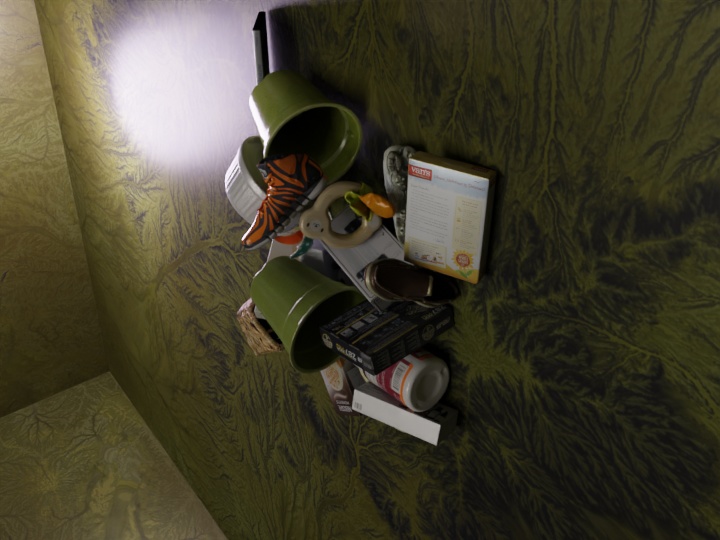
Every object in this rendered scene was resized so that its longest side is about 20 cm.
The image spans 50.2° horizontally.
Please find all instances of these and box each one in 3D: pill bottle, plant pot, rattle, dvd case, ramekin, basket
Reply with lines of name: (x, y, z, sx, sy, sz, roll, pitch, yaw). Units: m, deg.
pill bottle: (0.072, 0.189, 1.541, 0.200, 0.114, 0.115, 29, 133, 46)
plant pot: (-0.124, -0.284, 1.483, 0.184, 0.200, 0.201, 57, 150, 38)
rattle: (-0.047, -0.071, 1.370, 0.143, 0.199, 0.131, -125, 18, -50)
dvd case: (-0.201, -0.414, 1.580, 0.143, 0.017, 0.201, -94, 3, -58)
ramekin: (-0.178, -0.164, 1.531, 0.094, 0.202, 0.203, -42, 72, 32)
basket: (-0.164, 0.090, 1.756, 0.149, 0.200, 0.143, -21, 94, 61)
plant pot: (-0.117, 0.069, 1.532, 0.190, 0.200, 0.201, 38, 139, 34)

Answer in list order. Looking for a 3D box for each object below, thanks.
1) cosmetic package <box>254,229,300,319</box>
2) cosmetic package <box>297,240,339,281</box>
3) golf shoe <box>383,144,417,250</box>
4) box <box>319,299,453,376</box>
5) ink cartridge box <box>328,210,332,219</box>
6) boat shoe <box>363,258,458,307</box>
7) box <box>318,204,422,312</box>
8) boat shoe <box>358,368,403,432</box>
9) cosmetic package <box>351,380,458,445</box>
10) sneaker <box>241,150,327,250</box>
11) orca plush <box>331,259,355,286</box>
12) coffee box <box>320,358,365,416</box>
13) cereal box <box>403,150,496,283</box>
cosmetic package: (-0.158, 0.013, 1.682, 0.071, 0.105, 0.201, 103, 178, -75)
cosmetic package: (-0.066, 0.023, 1.644, 0.074, 0.102, 0.201, 12, 122, 33)
golf shoe: (0.083, -0.129, 1.378, 0.097, 0.078, 0.201, -132, 31, -67)
box: (0.048, 0.103, 1.436, 0.161, 0.200, 0.049, 23, 133, 48)
ink cartridge box: (-0.138, -0.161, 1.679, 0.116, 0.067, 0.201, -17, 95, 58)
boat shoe: (0.095, 0.020, 1.338, 0.075, 0.202, 0.075, -3, 80, 44)
box: (0.016, -0.030, 1.459, 0.200, 0.117, 0.060, 48, 179, 33)
boat shoe: (0.060, 0.252, 1.641, 0.200, 0.073, 0.065, 54, 152, 21)
cosmetic package: (0.088, 0.278, 1.543, 0.199, 0.082, 0.051, 18, 109, 29)
sneaker: (-0.163, -0.137, 1.387, 0.112, 0.200, 0.078, 46, 174, -25)
orca plush: (0.000, 0.000, 1.604, 0.105, 0.071, 0.201, -2, 125, 10)
coffee box: (-0.032, 0.224, 1.756, 0.114, 0.080, 0.201, -13, 99, 59)
cereal box: (0.145, -0.087, 1.277, 0.143, 0.040, 0.201, 20, 127, 25)
